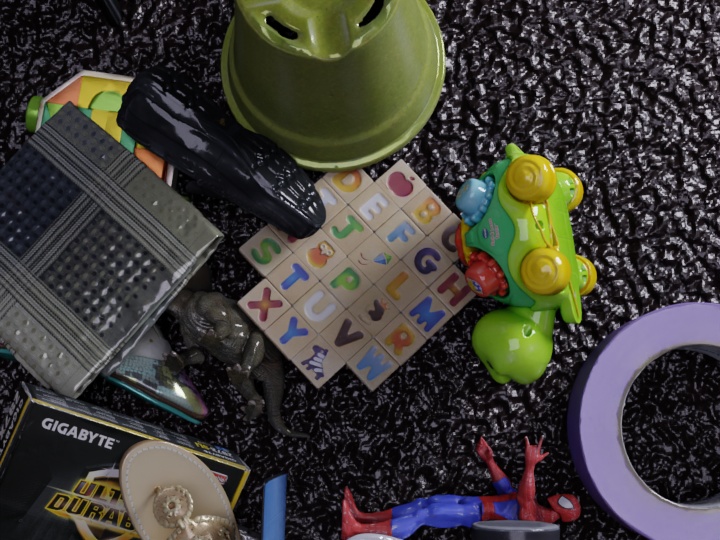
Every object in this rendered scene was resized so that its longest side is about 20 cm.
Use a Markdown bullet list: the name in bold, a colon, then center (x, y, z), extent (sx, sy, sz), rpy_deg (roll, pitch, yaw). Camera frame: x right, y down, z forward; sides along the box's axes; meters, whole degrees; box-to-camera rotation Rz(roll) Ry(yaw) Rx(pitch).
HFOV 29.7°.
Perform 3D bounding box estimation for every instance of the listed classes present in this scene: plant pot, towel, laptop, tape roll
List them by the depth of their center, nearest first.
- **laptop**: center (-0.021, 0.268, 1.070), extent (0.200, 0.187, 0.116), rpy_deg (36, 87, 5)
- **plant pot**: center (-0.029, -0.203, 1.113), extent (0.199, 0.184, 0.202), rpy_deg (-1, 77, 3)
- **tape roll**: center (0.275, 0.129, 1.129), extent (0.199, 0.085, 0.201), rpy_deg (0, 85, 2)
- **towel**: center (-0.241, -0.016, 1.137), extent (0.200, 0.035, 0.193), rpy_deg (41, 83, 17)

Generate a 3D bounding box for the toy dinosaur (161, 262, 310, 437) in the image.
- **toy dinosaur**: center (-0.105, 0.061, 1.146), extent (0.200, 0.102, 0.077), rpy_deg (35, 125, -11)

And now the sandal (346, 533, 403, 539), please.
- **sandal**: center (0.061, 0.274, 1.130), extent (0.206, 0.059, 0.080), rpy_deg (20, 77, -21)

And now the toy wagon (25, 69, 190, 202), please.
- **toy wagon**: center (-0.224, -0.071, 1.187), extent (0.154, 0.040, 0.201), rpy_deg (8, 84, 3)

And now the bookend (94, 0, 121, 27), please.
- **bookend**: center (-0.178, -0.354, 1.190), extent (0.199, 0.092, 0.199), rpy_deg (-26, 85, -3)

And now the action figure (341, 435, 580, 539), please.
- **action figure**: center (0.085, 0.176, 1.135), extent (0.199, 0.065, 0.100), rpy_deg (2, 97, 2)

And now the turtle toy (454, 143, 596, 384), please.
- **turtle toy**: center (0.133, -0.006, 1.130), extent (0.101, 0.146, 0.201), rpy_deg (-9, 84, 21)

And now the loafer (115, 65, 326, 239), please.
- **loafer**: center (-0.118, -0.090, 1.146), extent (0.200, 0.068, 0.070), rpy_deg (38, 120, 0)

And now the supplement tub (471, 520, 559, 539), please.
- **supplement tub**: center (0.122, 0.300, 1.064), extent (0.106, 0.107, 0.201), rpy_deg (1, 85, 2)

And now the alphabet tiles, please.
- **alphabet tiles**: center (0.000, 0.000, 1.161), extent (0.200, 0.006, 0.166), rpy_deg (-42, 84, -20)

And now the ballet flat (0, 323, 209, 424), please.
- **ballet flat**: center (-0.215, 0.068, 1.161), extent (0.199, 0.069, 0.071), rpy_deg (18, 78, 7)

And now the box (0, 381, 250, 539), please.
- **box**: center (-0.211, 0.197, 1.098), extent (0.199, 0.049, 0.160), rpy_deg (23, 95, -28)

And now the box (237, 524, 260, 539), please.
- **box**: center (-0.134, 0.312, 1.142), extent (0.039, 0.041, 0.201), rpy_deg (24, 86, 3)

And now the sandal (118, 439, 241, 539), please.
- **sandal**: center (-0.117, 0.231, 1.073), extent (0.077, 0.070, 0.213), rpy_deg (-29, 108, -20)
